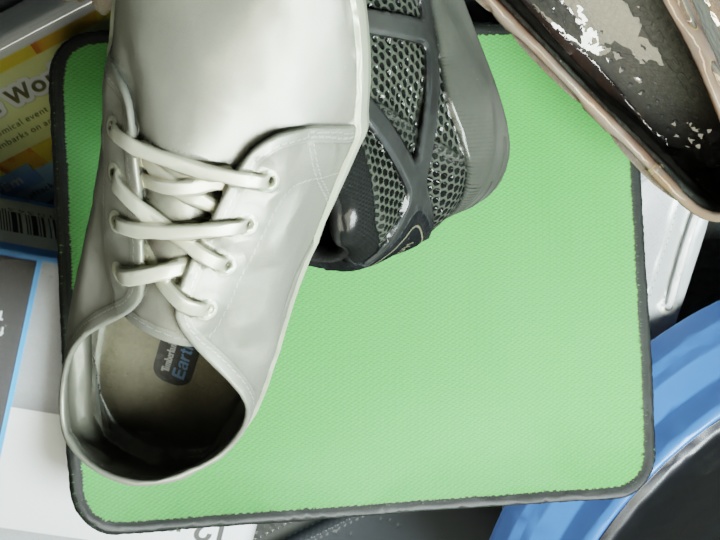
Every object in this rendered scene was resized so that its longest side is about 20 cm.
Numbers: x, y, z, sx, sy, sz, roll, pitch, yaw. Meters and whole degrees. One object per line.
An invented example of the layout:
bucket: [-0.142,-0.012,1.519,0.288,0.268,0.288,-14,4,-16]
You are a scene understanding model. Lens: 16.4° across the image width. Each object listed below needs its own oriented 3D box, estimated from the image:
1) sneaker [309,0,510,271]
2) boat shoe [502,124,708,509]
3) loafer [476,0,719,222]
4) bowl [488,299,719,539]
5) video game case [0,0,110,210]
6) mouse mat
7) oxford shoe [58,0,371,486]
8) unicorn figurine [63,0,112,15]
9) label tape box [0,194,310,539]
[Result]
sneaker: [-0.030,-0.088,0.738,0.076,0.114,0.200,-5,112,39]
boat shoe: [0.090,0.033,0.910,0.068,0.072,0.201,2,118,-6]
loafer: [0.067,-0.098,0.779,0.072,0.063,0.200,-33,113,28]
bowl: [0.137,0.091,0.924,0.200,0.039,0.201,-22,138,-21]
video game case: [-0.080,-0.018,0.870,0.199,0.023,0.182,-26,127,13]
mouse mat: [0.000,0.000,0.815,0.199,0.008,0.162,-2,89,-15]
oxford shoe: [-0.043,-0.020,0.681,0.075,0.058,0.201,18,122,8]
unicorn figurine: [-0.094,-0.166,0.705,0.200,0.074,0.138,38,114,1]
label tape box: [-0.110,0.081,0.852,0.143,0.066,0.201,10,105,-15]
